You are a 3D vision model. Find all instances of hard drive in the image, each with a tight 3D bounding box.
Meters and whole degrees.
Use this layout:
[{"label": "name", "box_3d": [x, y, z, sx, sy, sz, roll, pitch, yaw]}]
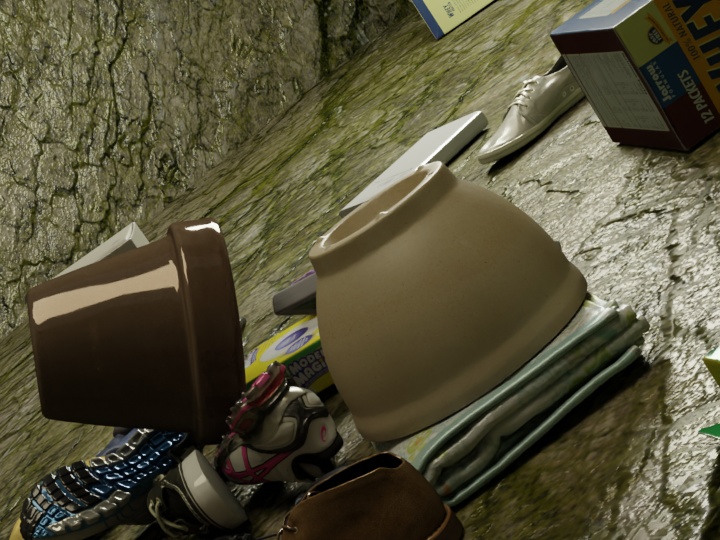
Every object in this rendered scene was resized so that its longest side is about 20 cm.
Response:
[{"label": "hard drive", "box_3d": [0.072, -0.137, 2.097, 0.200, 0.027, 0.131, -44, 14, -33]}]

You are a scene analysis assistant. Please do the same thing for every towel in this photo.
[{"label": "towel", "box_3d": [0.102, 0.084, 1.113, 0.199, 0.048, 0.171, -36, 9, -3]}]

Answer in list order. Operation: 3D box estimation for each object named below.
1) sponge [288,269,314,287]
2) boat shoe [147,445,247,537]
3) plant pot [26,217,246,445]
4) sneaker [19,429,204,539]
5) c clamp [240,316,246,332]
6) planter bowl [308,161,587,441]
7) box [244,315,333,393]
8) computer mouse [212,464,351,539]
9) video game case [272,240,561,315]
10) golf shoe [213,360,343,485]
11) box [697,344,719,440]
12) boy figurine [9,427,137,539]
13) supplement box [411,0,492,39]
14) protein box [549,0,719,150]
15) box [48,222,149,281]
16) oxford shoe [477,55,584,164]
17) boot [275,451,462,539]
[{"label": "sponge", "box_3d": [0.000, 0.000, 1.603, 0.111, 0.030, 0.200, -32, -6, 10]}, {"label": "boat shoe", "box_3d": [-0.141, 0.194, 1.303, 0.063, 0.071, 0.200, -38, 2, -9]}, {"label": "plant pot", "box_3d": [-0.198, 0.063, 1.361, 0.172, 0.203, 0.200, -8, 7, -12]}, {"label": "sneaker", "box_3d": [-0.216, 0.207, 1.408, 0.199, 0.088, 0.075, -26, 46, -35]}, {"label": "c clamp", "box_3d": [-0.160, 0.133, 1.567, 0.172, 0.027, 0.200, -60, -1, 28]}, {"label": "planter bowl", "box_3d": [0.045, 0.009, 1.128, 0.199, 0.135, 0.200, -35, 9, 7]}, {"label": "box", "box_3d": [-0.063, 0.089, 1.501, 0.199, 0.049, 0.117, -34, 11, 14]}, {"label": "computer mouse", "box_3d": [-0.060, 0.187, 1.181, 0.199, 0.034, 0.059, -28, 14, 32]}, {"label": "video game case", "box_3d": [0.045, 0.008, 1.333, 0.180, 0.022, 0.200, -1, -13, -28]}, {"label": "golf shoe", "box_3d": [-0.066, 0.147, 1.261, 0.073, 0.092, 0.200, -48, -6, -21]}, {"label": "box", "box_3d": [0.275, 0.029, 0.849, 0.199, 0.049, 0.117, -38, 12, -9]}, {"label": "boy figurine", "box_3d": [-0.266, 0.220, 1.541, 0.124, 0.065, 0.200, -24, 17, 40]}, {"label": "supplement box", "box_3d": [0.186, -0.626, 3.265, 0.199, 0.201, 0.134, -34, 11, 9]}, {"label": "protein box", "box_3d": [0.321, -0.231, 1.511, 0.198, 0.136, 0.200, -35, 12, -5]}, {"label": "box", "box_3d": [-0.251, 0.068, 1.755, 0.127, 0.201, 0.109, -33, 13, 3]}, {"label": "oxford shoe", "box_3d": [0.206, -0.197, 1.892, 0.200, 0.058, 0.075, -42, 16, -22]}, {"label": "boot", "box_3d": [-0.033, 0.182, 1.027, 0.199, 0.076, 0.074, -31, 14, 22]}]
